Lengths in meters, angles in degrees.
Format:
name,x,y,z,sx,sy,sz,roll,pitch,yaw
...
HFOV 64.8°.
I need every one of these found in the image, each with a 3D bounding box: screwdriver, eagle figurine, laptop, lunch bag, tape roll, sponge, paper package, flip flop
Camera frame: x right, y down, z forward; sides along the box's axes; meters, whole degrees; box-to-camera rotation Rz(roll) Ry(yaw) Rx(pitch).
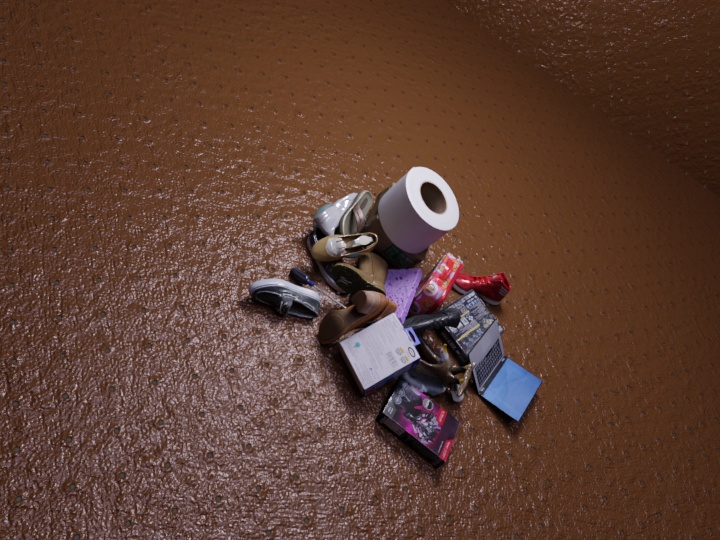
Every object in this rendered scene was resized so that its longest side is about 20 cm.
name,x,y,z,sx,sy,sz,roll,pitch,yaw
screwdriver,-0.109,0.046,1.505,0.197,0.030,0.028,28,7,22
eagle figurine,0.203,0.256,1.514,0.195,0.156,0.151,13,-4,26
laptop,0.409,0.275,1.598,0.186,0.114,0.205,-38,118,-43
lunch bag,0.218,0.041,1.630,0.081,0.177,0.201,36,47,3
tape roll,0.166,-0.172,1.624,0.199,0.138,0.208,20,54,-30
sponge,0.095,0.071,1.594,0.109,0.030,0.202,-2,40,28
paper package,0.116,-0.127,1.726,0.199,0.103,0.193,41,46,-14
flip flop,-0.003,-0.151,1.639,0.056,0.082,0.203,7,52,32

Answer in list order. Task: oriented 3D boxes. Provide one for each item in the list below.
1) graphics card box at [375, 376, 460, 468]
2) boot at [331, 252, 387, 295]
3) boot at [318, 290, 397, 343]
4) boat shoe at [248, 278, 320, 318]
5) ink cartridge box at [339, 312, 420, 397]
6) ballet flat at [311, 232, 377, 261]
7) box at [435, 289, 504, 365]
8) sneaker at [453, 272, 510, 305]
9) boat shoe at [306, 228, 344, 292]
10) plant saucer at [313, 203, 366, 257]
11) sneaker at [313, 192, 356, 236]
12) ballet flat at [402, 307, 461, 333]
name,x,y,z,sx,sy,sz,roll,pitch,yaw
graphics card box,0.146,0.378,1.421,0.198,0.051,0.126,37,47,2
boot,0.000,0.000,1.575,0.173,0.067,0.201,34,23,-14
boot,-0.004,0.133,1.469,0.153,0.199,0.075,18,40,-52
boat shoe,-0.188,0.076,1.445,0.195,0.073,0.072,11,46,-24
ink cartridge box,0.061,0.205,1.436,0.196,0.077,0.138,-27,70,-12
ballet flat,-0.040,-0.073,1.549,0.195,0.063,0.071,-15,85,-26
box,0.318,0.164,1.682,0.198,0.049,0.162,-26,70,-40
sneaker,0.381,0.028,1.773,0.195,0.116,0.080,18,48,-16
boat shoe,-0.081,-0.034,1.593,0.069,0.067,0.203,-16,65,-36
plant saucer,-0.044,-0.133,1.711,0.195,0.036,0.204,16,50,-19
sneaker,-0.059,-0.156,1.660,0.090,0.074,0.200,56,43,-8
ballet flat,0.188,0.149,1.537,0.194,0.059,0.066,-10,20,-18
